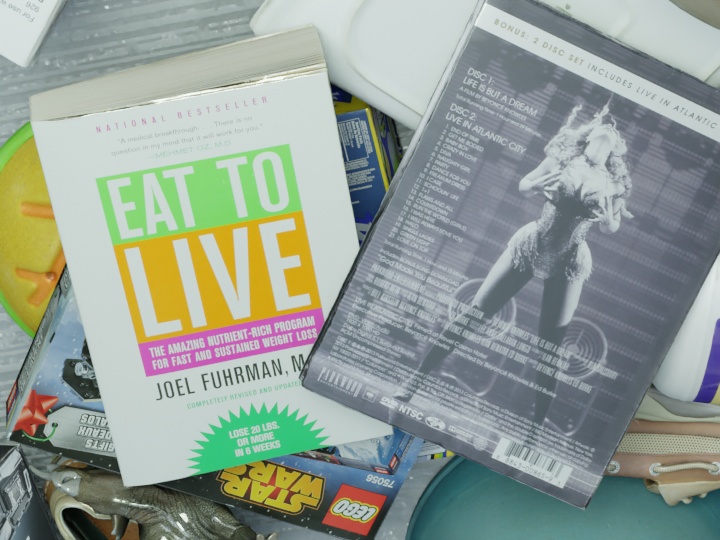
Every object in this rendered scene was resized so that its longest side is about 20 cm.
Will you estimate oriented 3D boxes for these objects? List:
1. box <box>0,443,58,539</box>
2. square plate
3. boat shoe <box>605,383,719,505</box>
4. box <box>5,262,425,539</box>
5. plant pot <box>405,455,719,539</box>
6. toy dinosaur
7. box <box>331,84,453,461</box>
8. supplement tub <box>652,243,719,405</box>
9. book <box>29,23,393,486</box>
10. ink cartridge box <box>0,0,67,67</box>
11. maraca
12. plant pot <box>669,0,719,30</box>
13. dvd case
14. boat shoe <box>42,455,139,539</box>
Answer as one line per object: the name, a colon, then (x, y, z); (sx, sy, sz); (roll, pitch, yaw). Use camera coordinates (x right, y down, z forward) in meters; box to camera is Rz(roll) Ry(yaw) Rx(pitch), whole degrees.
box: (-0.228, 0.191, 1.239); (0.157, 0.050, 0.201); (-2, 119, 34)
square plate: (0.084, -0.119, 0.982); (0.199, 0.029, 0.198); (30, 123, -22)
boat shoe: (0.168, 0.082, 1.147); (0.198, 0.076, 0.072); (12, 115, -10)
box: (-0.058, 0.047, 1.080); (0.199, 0.040, 0.138); (19, 113, -19)
plant pot: (0.115, 0.211, 1.164); (0.198, 0.188, 0.201); (2, 117, 5)
toy dinosaur: (-0.082, 0.156, 1.152); (0.077, 0.102, 0.200); (-38, 129, -9)
box: (0.000, 0.000, 1.136); (0.064, 0.070, 0.201); (-9, 115, 10)
supplement tub: (0.246, 0.002, 1.068); (0.198, 0.146, 0.146); (8, 117, 2)
book: (-0.065, -0.001, 1.008); (0.133, 0.048, 0.201); (-12, 123, -2)
ink cartridge box: (-0.131, -0.213, 1.001); (0.084, 0.146, 0.201); (28, 116, -9)
maraca: (-0.111, 0.000, 1.130); (0.137, 0.107, 0.200); (-33, 118, 5)
plant pot: (0.191, -0.219, 0.875); (0.200, 0.201, 0.173); (40, 139, -13)
dvd case: (0.080, -0.008, 0.987); (0.148, 0.016, 0.201); (24, 103, -10)
boat shoe: (-0.100, 0.176, 1.236); (0.200, 0.069, 0.075); (40, 110, -15)
